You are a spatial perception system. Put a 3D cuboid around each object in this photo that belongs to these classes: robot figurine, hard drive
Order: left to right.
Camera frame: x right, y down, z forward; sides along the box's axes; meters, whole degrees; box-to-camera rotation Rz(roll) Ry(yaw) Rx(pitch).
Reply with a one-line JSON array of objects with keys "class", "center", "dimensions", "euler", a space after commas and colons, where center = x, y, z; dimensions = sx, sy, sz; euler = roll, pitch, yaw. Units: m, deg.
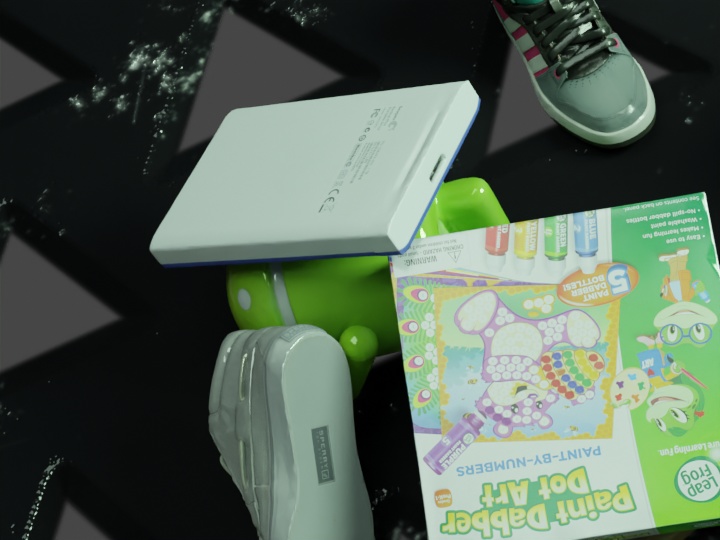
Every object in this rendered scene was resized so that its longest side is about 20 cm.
[{"class": "hard drive", "center": [-0.031, -0.060, 1.198], "dimensions": [0.200, 0.025, 0.132], "euler": [-3, 47, 39]}, {"class": "robot figurine", "center": [0.000, 0.000, 1.239], "dimensions": [0.200, 0.116, 0.176], "euler": [-13, 61, 16]}]

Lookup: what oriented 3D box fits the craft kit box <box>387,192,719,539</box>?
[{"class": "craft kit box", "center": [0.126, 0.066, 1.117], "dimensions": [0.200, 0.049, 0.198], "euler": [-10, 77, 4]}]

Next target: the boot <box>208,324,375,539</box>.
[{"class": "boot", "center": [-0.048, 0.133, 1.183], "dimensions": [0.096, 0.073, 0.200], "euler": [-1, 91, 55]}]

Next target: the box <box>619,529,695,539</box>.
[{"class": "box", "center": [0.158, 0.104, 1.163], "dimensions": [0.200, 0.021, 0.164], "euler": [-38, 53, -5]}]

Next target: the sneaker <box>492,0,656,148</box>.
[{"class": "sneaker", "center": [0.137, -0.185, 1.299], "dimensions": [0.084, 0.121, 0.200], "euler": [-31, 52, 1]}]
